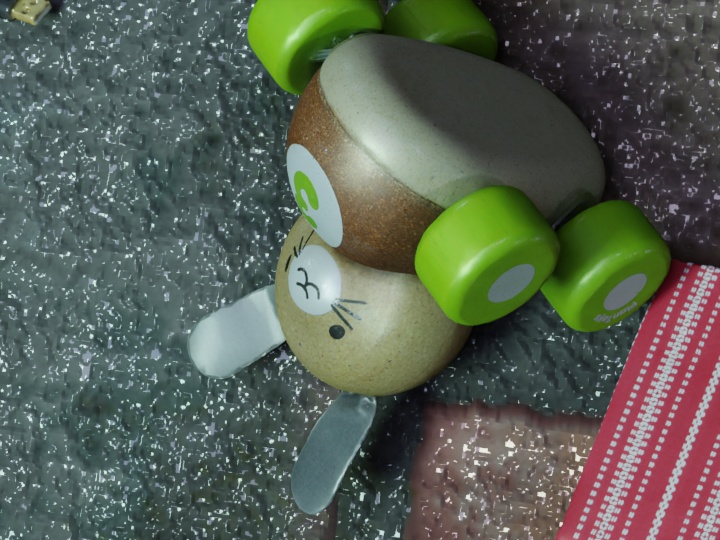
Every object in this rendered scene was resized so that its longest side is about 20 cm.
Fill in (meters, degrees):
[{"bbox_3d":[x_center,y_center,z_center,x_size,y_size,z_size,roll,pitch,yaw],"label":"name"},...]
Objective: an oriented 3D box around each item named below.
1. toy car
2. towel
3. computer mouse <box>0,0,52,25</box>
[{"bbox_3d":[0.000,0.000,1.159,0.200,0.157,0.164,-51,58,25],"label":"toy car"},{"bbox_3d":[0.190,0.079,1.097,0.199,0.022,0.145,14,71,30],"label":"towel"},{"bbox_3d":[-0.129,-0.180,1.267,0.199,0.046,0.141,17,93,22],"label":"computer mouse"}]
